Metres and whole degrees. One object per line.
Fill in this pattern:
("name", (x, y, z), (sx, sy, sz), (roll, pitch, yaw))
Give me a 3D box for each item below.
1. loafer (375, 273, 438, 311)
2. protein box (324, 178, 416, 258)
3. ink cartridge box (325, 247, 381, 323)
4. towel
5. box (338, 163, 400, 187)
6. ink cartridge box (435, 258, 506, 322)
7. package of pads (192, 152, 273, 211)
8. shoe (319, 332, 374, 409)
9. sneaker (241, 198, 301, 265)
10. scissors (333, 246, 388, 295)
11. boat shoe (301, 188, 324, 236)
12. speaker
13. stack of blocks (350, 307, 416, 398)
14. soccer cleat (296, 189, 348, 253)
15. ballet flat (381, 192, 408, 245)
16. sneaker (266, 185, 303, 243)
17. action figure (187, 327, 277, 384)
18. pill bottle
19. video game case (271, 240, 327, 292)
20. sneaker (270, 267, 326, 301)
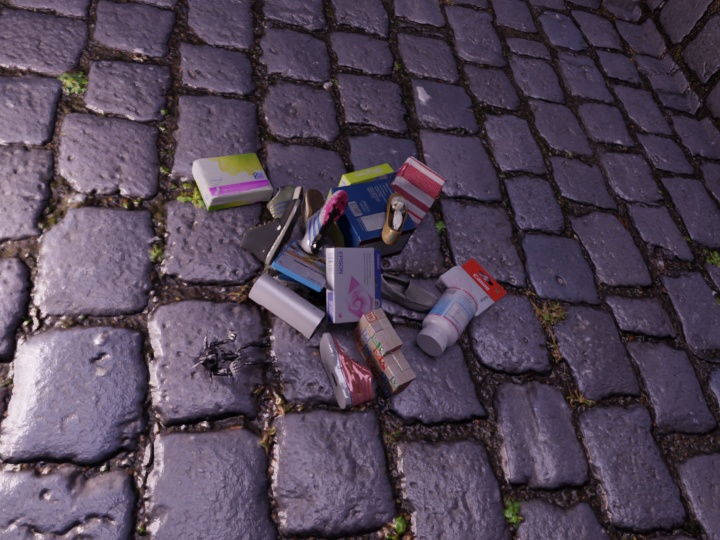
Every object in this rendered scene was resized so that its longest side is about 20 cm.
("loafer", (0.135, 0.063, 1.727), (0.199, 0.070, 0.070), (18, 51, -10))
("protein box", (0.020, -0.145, 1.787), (0.199, 0.135, 0.199), (-15, 63, -30))
("ink cartridge box", (-0.005, 0.038, 1.613), (0.199, 0.043, 0.198), (-2, 91, -40))
("towel", (0.159, -0.237, 1.882), (0.144, 0.201, 0.023), (34, 19, 4))
("box", (0.019, -0.265, 1.882), (0.199, 0.122, 0.048), (-20, 63, -32))
("ink cartridge box", (0.349, 0.046, 1.842), (0.200, 0.057, 0.163), (-33, 72, -31))
("package of pads", (-0.376, -0.265, 1.755), (0.199, 0.068, 0.155), (-14, 63, -30))
("shoe", (-0.034, 0.248, 1.528), (0.090, 0.072, 0.201), (-9, 65, -29))
("sneaker", (-0.246, -0.125, 1.647), (0.106, 0.075, 0.201), (30, 92, 4))
("scissors", (0.000, 0.000, 1.701), (0.199, 0.074, 0.014), (27, 22, 12))
("boat shoe", (-0.138, -0.142, 1.765), (0.074, 0.066, 0.201), (10, 60, -20))
("speaker", (-0.191, 0.091, 1.567), (0.199, 0.081, 0.081), (34, 50, 3))
("stack of blocks", (0.062, 0.214, 1.559), (0.058, 0.115, 0.201), (-18, 65, -31))
("soccer cleat", (-0.111, -0.143, 1.670), (0.086, 0.070, 0.201), (24, 81, 32))
("ballet flat", (0.107, -0.159, 1.705), (0.068, 0.063, 0.201), (18, 52, -10))
("sneaker", (-0.233, -0.168, 1.754), (0.089, 0.067, 0.201), (10, 59, 8))
("action figure", (-0.304, 0.199, 1.431), (0.199, 0.102, 0.120), (-5, 70, -27))
("pill bottle", (0.242, 0.142, 1.685), (0.109, 0.109, 0.200), (38, 56, 7))
("video game case", (-0.146, -0.016, 1.616), (0.143, 0.018, 0.200), (28, 22, -1))
("sneaker", (-0.141, 0.013, 1.651), (0.199, 0.075, 0.087), (25, 45, -4))
